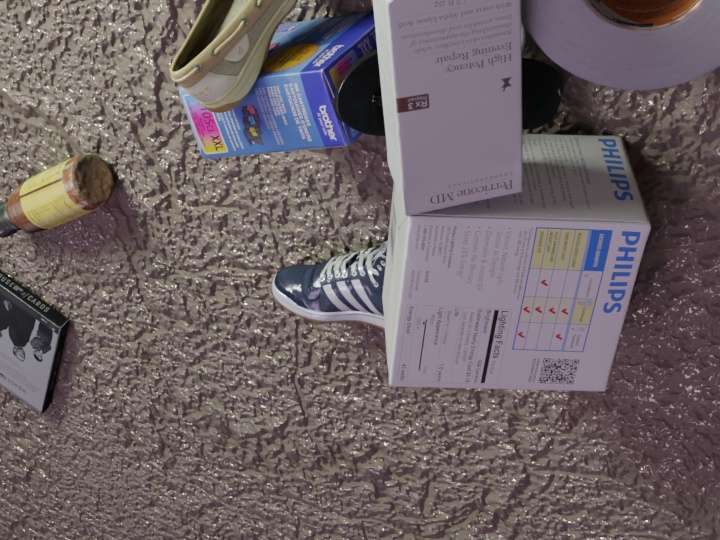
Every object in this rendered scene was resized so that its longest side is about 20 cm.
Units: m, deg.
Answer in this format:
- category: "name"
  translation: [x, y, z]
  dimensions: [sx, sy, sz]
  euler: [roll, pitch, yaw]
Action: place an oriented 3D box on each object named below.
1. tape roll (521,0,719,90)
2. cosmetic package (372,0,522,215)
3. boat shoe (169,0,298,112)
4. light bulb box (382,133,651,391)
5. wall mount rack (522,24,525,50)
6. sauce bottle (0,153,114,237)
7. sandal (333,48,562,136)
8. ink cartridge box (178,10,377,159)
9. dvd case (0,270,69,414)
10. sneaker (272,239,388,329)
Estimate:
- category: "tape roll"
  translation: [0.205, -0.236, 0.962]
  dimensions: [0.197, 0.066, 0.202]
  euler: [5, 124, 7]
- category: "cosmetic package"
  translation: [0.066, -0.144, 0.992]
  dimensions: [0.100, 0.074, 0.202]
  euler: [-12, 133, -3]
- category: "boat shoe"
  translation: [-0.101, -0.236, 1.132]
  dimensions: [0.073, 0.203, 0.063]
  euler: [16, 167, 41]
- category: "light bulb box"
  translation: [0.125, -0.006, 1.152]
  dimensions: [0.197, 0.126, 0.200]
  euler: [2, 131, -4]
- category: "wall mount rack"
  translation: [0.065, -0.257, 1.058]
  dimensions: [0.200, 0.174, 0.075]
  euler: [40, -179, 14]
- category: "sauce bottle"
  translation: [-0.364, -0.081, 1.535]
  dimensions: [0.199, 0.066, 0.066]
  euler: [-14, 116, 43]
- category: "sandal"
  translation: [0.077, -0.148, 1.100]
  dimensions: [0.198, 0.048, 0.076]
  euler: [-4, 109, -13]
- category: "ink cartridge box"
  translation: [-0.042, -0.168, 1.184]
  dimensions: [0.198, 0.137, 0.077]
  euler: [0, 123, 34]
- category: "dvd case"
  translation: [-0.465, 0.090, 1.772]
  dimensions: [0.149, 0.025, 0.201]
  euler: [34, 137, 7]
- category: "sneaker"
  translation: [0.000, 0.000, 1.338]
  dimensions: [0.197, 0.070, 0.109]
  euler: [12, 135, 18]
